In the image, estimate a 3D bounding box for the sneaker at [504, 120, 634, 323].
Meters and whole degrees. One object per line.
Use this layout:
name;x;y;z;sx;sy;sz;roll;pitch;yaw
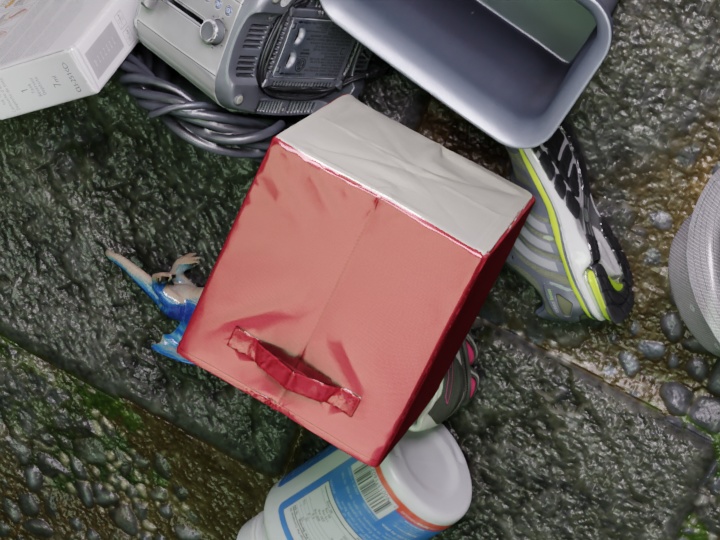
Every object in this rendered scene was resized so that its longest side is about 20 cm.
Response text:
sneaker;0.135;-0.043;1.347;0.081;0.074;0.200;-16;103;32

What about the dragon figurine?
dragon figurine;-0.142;0.043;1.511;0.200;0.059;0.100;12;116;17

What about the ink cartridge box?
ink cartridge box;-0.245;-0.186;1.370;0.176;0.200;0.045;-10;121;27

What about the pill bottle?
pill bottle;-0.011;0.205;1.496;0.200;0.112;0.112;-36;95;32

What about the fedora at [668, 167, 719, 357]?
fedora;0.296;0.017;1.271;0.200;0.177;0.090;47;152;-11

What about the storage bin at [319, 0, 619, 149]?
storage bin;0.095;-0.208;1.252;0.200;0.134;0.146;36;122;4

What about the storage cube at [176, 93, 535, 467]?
storage cube;0.000;0.000;1.271;0.171;0.200;0.180;30;113;8

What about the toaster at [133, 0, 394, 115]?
toaster;-0.072;-0.190;1.312;0.129;0.200;0.114;35;115;29

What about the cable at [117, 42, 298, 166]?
cable;-0.114;-0.128;1.352;0.163;0.200;0.051;36;100;12

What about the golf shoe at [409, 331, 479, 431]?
golf shoe;0.044;0.031;1.409;0.077;0.088;0.200;-9;107;28
